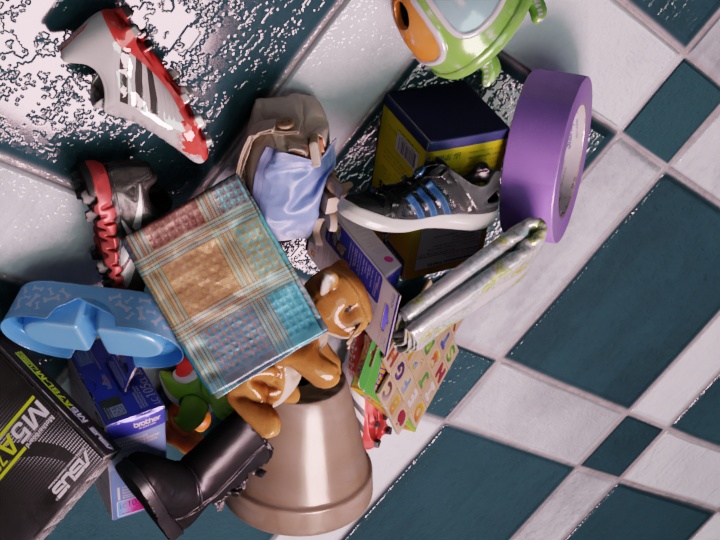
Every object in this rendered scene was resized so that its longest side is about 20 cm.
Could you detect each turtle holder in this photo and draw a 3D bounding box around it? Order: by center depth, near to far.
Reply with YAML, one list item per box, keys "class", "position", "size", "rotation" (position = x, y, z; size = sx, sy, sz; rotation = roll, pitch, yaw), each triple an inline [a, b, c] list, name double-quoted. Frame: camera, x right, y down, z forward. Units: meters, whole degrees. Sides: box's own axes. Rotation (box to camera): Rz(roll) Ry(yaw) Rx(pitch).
- class: "turtle holder"
  position: [0.115, -0.297, 1.362]
  size: [0.132, 0.141, 0.185]
  rotation: [35, 114, -29]

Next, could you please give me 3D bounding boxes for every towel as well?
- class: "towel"
  position: [-0.142, 0.018, 1.375]
  size: [0.147, 0.022, 0.200]
  rotation: [-31, 101, -9]
- class: "towel"
  position: [0.124, 0.023, 1.499]
  size: [0.200, 0.048, 0.171]
  rotation: [-36, 173, -8]

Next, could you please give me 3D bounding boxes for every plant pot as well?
- class: "plant pot"
  position: [-0.079, 0.210, 1.662]
  size: [0.200, 0.200, 0.174]
  rotation: [-12, 123, -25]

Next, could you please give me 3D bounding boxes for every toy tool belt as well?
- class: "toy tool belt"
  position: [-0.073, -0.087, 1.434]
  size: [0.125, 0.123, 0.200]
  rotation: [-12, 133, -19]

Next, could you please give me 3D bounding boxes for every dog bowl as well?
- class: "dog bowl"
  position: [-0.286, 0.057, 1.411]
  size: [0.200, 0.050, 0.112]
  rotation: [7, 154, 5]

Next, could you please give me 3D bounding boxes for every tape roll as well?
- class: "tape roll"
  position: [0.221, -0.136, 1.543]
  size: [0.200, 0.066, 0.200]
  rotation: [12, 90, -73]

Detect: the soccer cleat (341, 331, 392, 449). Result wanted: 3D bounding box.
- class: "soccer cleat"
  position: [-0.007, 0.148, 1.739]
  size: [0.069, 0.085, 0.200]
  rotation: [-38, 131, -51]

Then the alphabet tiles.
- class: "alphabet tiles"
  position: [0.082, 0.112, 1.726]
  size: [0.200, 0.006, 0.167]
  rotation: [-58, 146, -27]

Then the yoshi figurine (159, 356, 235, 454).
- class: "yoshi figurine"
  position: [-0.163, 0.130, 1.597]
  size: [0.112, 0.112, 0.200]
  rotation: [-3, 128, -52]

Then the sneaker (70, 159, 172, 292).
- class: "sneaker"
  position: [-0.245, -0.040, 1.404]
  size: [0.098, 0.071, 0.201]
  rotation: [-17, 134, -17]

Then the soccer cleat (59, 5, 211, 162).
- class: "soccer cleat"
  position: [-0.220, -0.174, 1.298]
  size: [0.085, 0.069, 0.200]
  rotation: [-29, 135, 5]

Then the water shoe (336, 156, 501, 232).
- class: "water shoe"
  position: [0.064, -0.088, 1.422]
  size: [0.200, 0.071, 0.079]
  rotation: [-2, 112, -32]

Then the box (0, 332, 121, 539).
- class: "box"
  position: [-0.396, 0.204, 1.444]
  size: [0.200, 0.193, 0.048]
  rotation: [-47, 170, 14]

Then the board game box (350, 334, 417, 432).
- class: "board game box"
  position: [0.042, 0.138, 1.708]
  size: [0.200, 0.030, 0.096]
  rotation: [47, 57, -59]

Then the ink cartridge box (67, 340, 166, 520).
- class: "ink cartridge box"
  position: [-0.284, 0.173, 1.522]
  size: [0.076, 0.136, 0.200]
  rotation: [-18, 136, -23]

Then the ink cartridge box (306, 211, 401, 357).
- class: "ink cartridge box"
  position: [0.000, 0.000, 1.507]
  size: [0.037, 0.200, 0.095]
  rotation: [-11, 134, -26]

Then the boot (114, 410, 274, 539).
- class: "boot"
  position: [-0.184, 0.220, 1.491]
  size: [0.162, 0.073, 0.198]
  rotation: [-40, 152, -15]

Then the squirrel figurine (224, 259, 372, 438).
- class: "squirrel figurine"
  position: [-0.091, 0.051, 1.469]
  size: [0.187, 0.200, 0.142]
  rotation: [-48, 175, 16]

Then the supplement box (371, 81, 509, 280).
- class: "supplement box"
  position: [0.087, -0.105, 1.537]
  size: [0.109, 0.110, 0.200]
  rotation: [-12, 132, -25]
